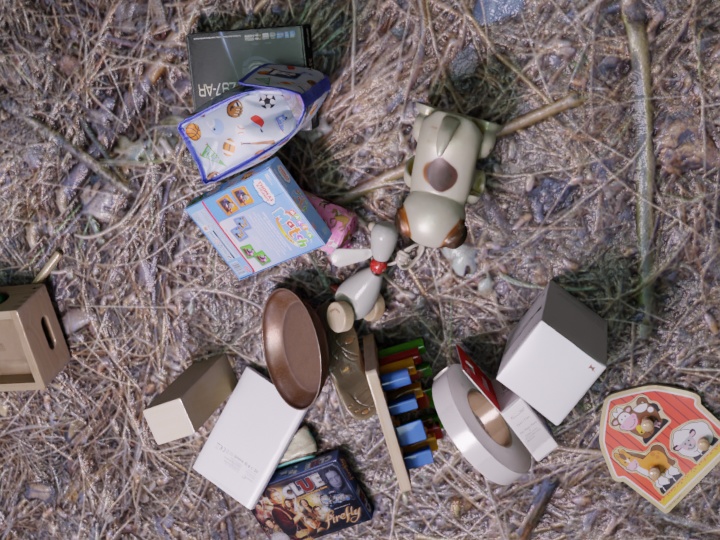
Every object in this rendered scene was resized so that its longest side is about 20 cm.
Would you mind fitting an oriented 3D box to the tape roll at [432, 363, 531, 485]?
[{"bbox_3d":[0.189,0.238,1.574,0.037,0.203,0.203,-41,93,22],"label":"tape roll"}]

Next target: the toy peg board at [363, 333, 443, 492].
[{"bbox_3d":[0.078,0.210,1.608,0.096,0.199,0.203,-17,102,3],"label":"toy peg board"}]

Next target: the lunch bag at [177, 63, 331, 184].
[{"bbox_3d":[-0.148,-0.232,1.498,0.198,0.170,0.125,-22,105,20],"label":"lunch bag"}]

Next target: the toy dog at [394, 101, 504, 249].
[{"bbox_3d":[0.128,-0.131,1.495,0.137,0.194,0.203,13,103,-2],"label":"toy dog"}]

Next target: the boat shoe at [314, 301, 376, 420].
[{"bbox_3d":[-0.029,0.153,1.674,0.071,0.068,0.203,-20,82,-8],"label":"boat shoe"}]

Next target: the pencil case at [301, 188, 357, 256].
[{"bbox_3d":[-0.101,-0.090,1.620,0.197,0.086,0.084,24,92,8],"label":"pencil case"}]

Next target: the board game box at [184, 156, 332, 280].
[{"bbox_3d":[-0.161,-0.077,1.581,0.198,0.037,0.152,-19,116,38],"label":"board game box"}]

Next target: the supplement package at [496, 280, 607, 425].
[{"bbox_3d":[0.291,0.118,1.512,0.117,0.200,0.118,37,111,2],"label":"supplement package"}]

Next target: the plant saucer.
[{"bbox_3d":[-0.102,0.127,1.660,0.200,0.036,0.204,24,119,54],"label":"plant saucer"}]

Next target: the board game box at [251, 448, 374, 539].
[{"bbox_3d":[-0.093,0.406,1.773,0.198,0.035,0.137,-23,109,20],"label":"board game box"}]

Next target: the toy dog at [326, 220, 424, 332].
[{"bbox_3d":[0.000,0.000,1.612,0.096,0.131,0.201,42,107,32],"label":"toy dog"}]

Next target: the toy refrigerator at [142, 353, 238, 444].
[{"bbox_3d":[-0.280,0.215,1.691,0.075,0.200,0.071,-19,100,18],"label":"toy refrigerator"}]

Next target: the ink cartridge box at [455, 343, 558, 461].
[{"bbox_3d":[0.222,0.186,1.549,0.045,0.200,0.177,-39,94,7],"label":"ink cartridge box"}]

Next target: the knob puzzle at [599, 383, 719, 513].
[{"bbox_3d":[0.467,0.268,1.600,0.216,0.030,0.224,4,107,14],"label":"knob puzzle"}]

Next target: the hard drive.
[{"bbox_3d":[-0.189,0.287,1.738,0.131,0.025,0.202,30,94,18],"label":"hard drive"}]

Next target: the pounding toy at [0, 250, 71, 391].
[{"bbox_3d":[-0.611,0.091,1.794,0.181,0.143,0.203,-4,115,16],"label":"pounding toy"}]

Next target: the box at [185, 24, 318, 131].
[{"bbox_3d":[-0.171,-0.300,1.597,0.196,0.044,0.163,0,106,14],"label":"box"}]

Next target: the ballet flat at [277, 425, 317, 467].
[{"bbox_3d":[-0.167,0.327,1.776,0.197,0.067,0.063,-23,79,13],"label":"ballet flat"}]
